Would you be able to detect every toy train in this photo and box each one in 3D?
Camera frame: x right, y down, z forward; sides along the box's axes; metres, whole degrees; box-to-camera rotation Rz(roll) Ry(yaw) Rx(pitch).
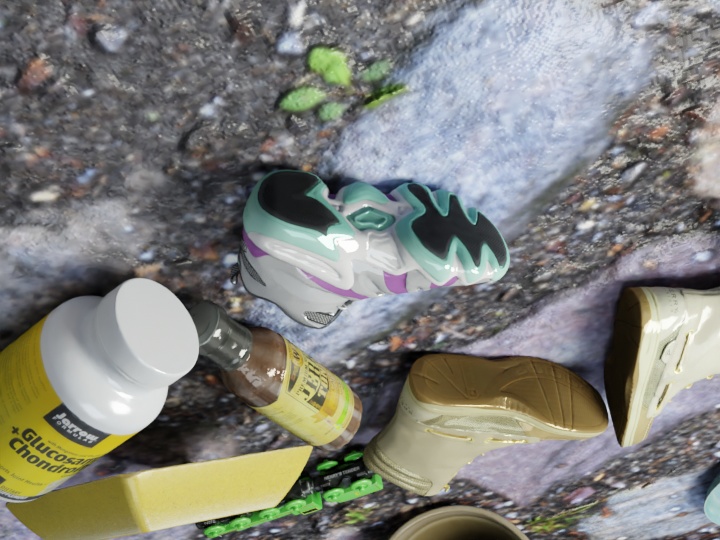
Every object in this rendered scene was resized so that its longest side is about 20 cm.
[{"bbox_3d":[-0.071,0.228,1.161,0.198,0.042,0.056,-19,152,12],"label":"toy train"}]

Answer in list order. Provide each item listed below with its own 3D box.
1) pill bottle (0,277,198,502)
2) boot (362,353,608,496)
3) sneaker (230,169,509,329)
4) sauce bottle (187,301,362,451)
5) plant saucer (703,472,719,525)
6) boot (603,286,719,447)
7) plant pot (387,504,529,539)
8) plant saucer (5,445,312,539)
[{"bbox_3d":[-0.219,0.089,0.886,0.199,0.113,0.112,-34,137,28],"label":"pill bottle"},{"bbox_3d":[0.114,0.151,1.075,0.198,0.073,0.156,7,139,-19],"label":"boot"},{"bbox_3d":[0.000,0.000,0.862,0.198,0.078,0.140,13,140,-13],"label":"sneaker"},{"bbox_3d":[-0.072,0.088,0.958,0.064,0.065,0.200,-26,141,20],"label":"sauce bottle"},{"bbox_3d":[0.483,0.235,1.307,0.198,0.028,0.201,-7,142,-5],"label":"plant saucer"},{"bbox_3d":[0.302,0.083,1.033,0.153,0.073,0.201,-8,137,-5],"label":"boot"},{"bbox_3d":[0.124,0.373,1.290,0.198,0.202,0.174,-18,158,10],"label":"plant pot"},{"bbox_3d":[-0.169,0.197,0.994,0.199,0.049,0.199,-1,166,-46],"label":"plant saucer"}]
